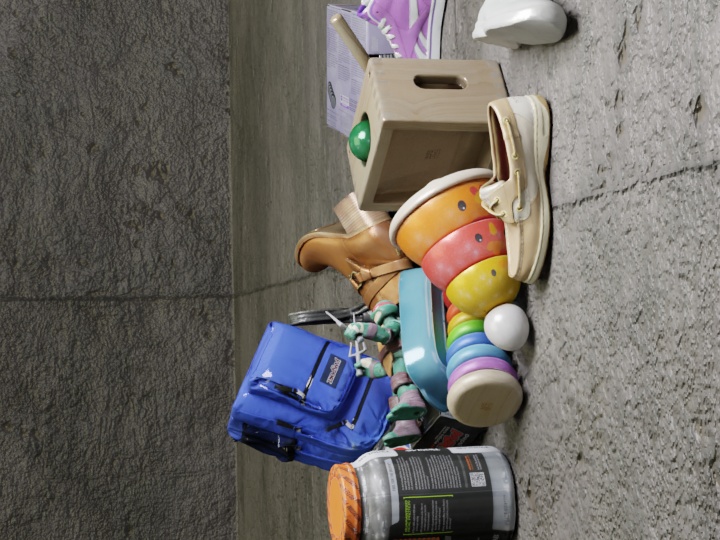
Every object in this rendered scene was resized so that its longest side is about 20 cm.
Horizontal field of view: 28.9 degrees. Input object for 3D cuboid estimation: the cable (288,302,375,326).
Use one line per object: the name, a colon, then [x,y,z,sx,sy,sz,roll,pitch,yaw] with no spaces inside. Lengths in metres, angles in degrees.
cable: [0.001,0.047,1.885,0.097,0.199,0.051,174,95,-84]

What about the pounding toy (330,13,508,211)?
pounding toy: [0.057,-0.181,1.628,0.184,0.199,0.143,106,159,-50]

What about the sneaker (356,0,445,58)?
sneaker: [0.047,-0.312,1.853,0.073,0.114,0.201,-122,33,-63]

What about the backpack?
backpack: [-0.055,0.170,1.823,0.168,0.199,0.163,110,-177,-63]

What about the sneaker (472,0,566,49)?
sneaker: [0.165,-0.284,1.467,0.200,0.075,0.089,-150,72,-76]

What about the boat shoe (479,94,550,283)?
boat shoe: [0.159,-0.086,1.485,0.074,0.069,0.201,-174,84,-76]

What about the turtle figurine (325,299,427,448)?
turtle figurine: [0.030,0.103,1.683,0.150,0.100,0.200,66,-174,-56]

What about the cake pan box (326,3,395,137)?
cake pan box: [0.000,-0.283,2.007,0.200,0.052,0.185,-143,48,-67]

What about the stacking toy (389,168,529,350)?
stacking toy: [0.134,0.000,1.557,0.200,0.146,0.146,62,156,22]

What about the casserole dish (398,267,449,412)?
casserole dish: [0.097,0.077,1.674,0.039,0.121,0.200,-29,41,26]

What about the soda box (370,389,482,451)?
soda box: [0.072,0.220,1.739,0.200,0.071,0.063,-55,31,37]

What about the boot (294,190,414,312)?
boot: [0.000,0.000,1.812,0.200,0.077,0.156,-41,75,48]

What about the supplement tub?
supplement tub: [0.068,0.266,1.604,0.123,0.199,0.123,180,90,-76]

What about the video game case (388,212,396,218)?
video game case: [0.041,-0.113,1.895,0.200,0.022,0.183,-67,-16,-56]

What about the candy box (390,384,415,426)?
candy box: [0.082,0.128,1.836,0.200,0.061,0.137,108,158,-51]

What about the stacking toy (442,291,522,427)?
stacking toy: [0.131,0.082,1.614,0.200,0.085,0.086,-97,14,-47]

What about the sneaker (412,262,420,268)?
sneaker: [0.083,-0.046,1.821,0.200,0.074,0.089,129,144,-58]
